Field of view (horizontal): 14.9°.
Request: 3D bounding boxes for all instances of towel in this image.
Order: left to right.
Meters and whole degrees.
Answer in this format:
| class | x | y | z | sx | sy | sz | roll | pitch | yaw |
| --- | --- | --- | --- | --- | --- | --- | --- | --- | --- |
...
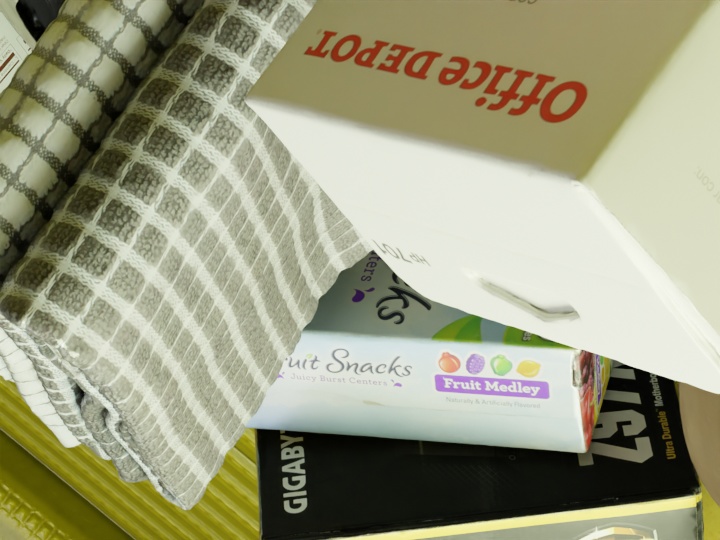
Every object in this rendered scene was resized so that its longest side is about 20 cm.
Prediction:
| class | x | y | z | sx | sy | sz | roll | pitch | yaw |
| --- | --- | --- | --- | --- | --- | --- | --- | --- | --- |
| towel | -0.049 | -0.022 | 0.878 | 0.085 | 0.166 | 0.200 | 28 | 167 | 17 |

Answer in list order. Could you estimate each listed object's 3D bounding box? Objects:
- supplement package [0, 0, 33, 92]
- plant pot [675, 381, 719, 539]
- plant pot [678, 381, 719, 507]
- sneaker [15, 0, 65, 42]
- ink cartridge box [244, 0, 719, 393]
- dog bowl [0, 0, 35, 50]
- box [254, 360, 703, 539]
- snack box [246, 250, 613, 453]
| class | x | y | z | sx | sy | sz | roll | pitch | yaw |
| --- | --- | --- | --- | --- | --- | --- | --- | --- | --- |
| supplement package | -0.251 | -0.172 | 1.338 | 0.191 | 0.147 | 0.200 | 28 | 163 | 34 |
| plant pot | 0.190 | 0.092 | 1.068 | 0.199 | 0.200 | 0.142 | 33 | 141 | 16 |
| plant pot | 0.154 | -0.025 | 0.816 | 0.200 | 0.200 | 0.175 | 52 | 179 | -42 |
| sneaker | -0.099 | -0.102 | 1.103 | 0.066 | 0.201 | 0.091 | 13 | 143 | -27 |
| ink cartridge box | 0.087 | -0.084 | 0.705 | 0.146 | 0.200 | 0.086 | 17 | 155 | 53 |
| dog bowl | -0.077 | -0.111 | 1.259 | 0.200 | 0.074 | 0.200 | 36 | 165 | 11 |
| box | 0.038 | 0.050 | 1.048 | 0.201 | 0.158 | 0.050 | -95 | -1 | -56 |
| snack box | 0.000 | 0.000 | 1.037 | 0.198 | 0.143 | 0.053 | 4 | 127 | 15 |
